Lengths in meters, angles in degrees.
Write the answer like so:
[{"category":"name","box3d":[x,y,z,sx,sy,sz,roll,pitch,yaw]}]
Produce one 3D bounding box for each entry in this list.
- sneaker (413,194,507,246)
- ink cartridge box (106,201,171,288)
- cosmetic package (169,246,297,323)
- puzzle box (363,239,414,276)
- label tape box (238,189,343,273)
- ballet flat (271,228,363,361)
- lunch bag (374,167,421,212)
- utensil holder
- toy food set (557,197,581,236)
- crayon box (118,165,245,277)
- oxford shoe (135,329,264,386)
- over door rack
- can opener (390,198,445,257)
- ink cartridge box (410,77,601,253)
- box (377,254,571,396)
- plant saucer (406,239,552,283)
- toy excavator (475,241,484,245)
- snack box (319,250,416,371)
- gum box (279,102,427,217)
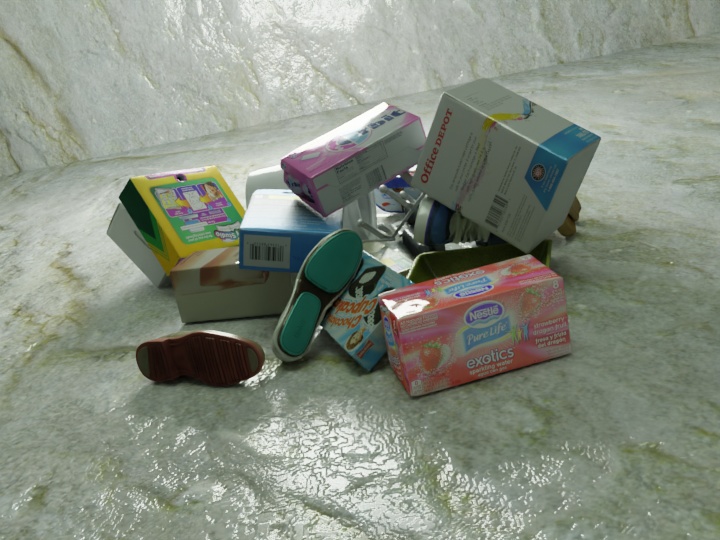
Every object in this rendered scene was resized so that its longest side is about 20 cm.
[{"category":"sneaker","box3d":[0.175,-0.070,1.371,0.144,0.082,0.199,17,20,22]},{"category":"ink cartridge box","box3d":[-0.337,-0.076,1.697,0.085,0.144,0.199,-52,-10,35]},{"category":"cosmetic package","box3d":[-0.176,0.015,1.427,0.196,0.089,0.103,-6,17,17]},{"category":"puzzle box","box3d":[0.000,0.000,1.465,0.131,0.026,0.200,-16,18,-16]},{"category":"label tape box","box3d":[-0.096,-0.061,1.358,0.140,0.067,0.200,3,20,-1]},{"category":"ballet flat","box3d":[-0.064,0.031,1.230,0.069,0.070,0.202,5,56,42]},{"category":"lunch bag","box3d":[0.113,-0.176,1.783,0.167,0.126,0.199,0,13,29]},{"category":"utensil holder","box3d":[-0.085,-0.117,1.645,0.196,0.173,0.170,-9,17,12]},{"category":"toy food set","box3d":[0.289,-0.156,1.495,0.048,0.201,0.198,-33,13,16]},{"category":"crayon box","box3d":[-0.291,-0.089,1.630,0.198,0.174,0.058,-16,-24,-50]},{"category":"oxford shoe","box3d":[-0.196,0.101,1.206,0.197,0.072,0.075,0,15,30]},{"category":"over door rack","box3d":[0.049,-0.108,1.464,0.066,0.149,0.200,37,18,6]},{"category":"can opener","box3d":[0.091,-0.065,1.555,0.052,0.068,0.200,-12,22,-7]},{"category":"ink cartridge box","box3d":[0.201,-0.153,1.311,0.198,0.149,0.145,32,33,19]},{"category":"box","box3d":[0.129,0.061,1.075,0.196,0.096,0.103,-14,18,-8]},{"category":"plant saucer","box3d":[0.159,0.020,1.262,0.196,0.049,0.200,-6,18,16]},{"category":"toy excavator","box3d":[0.235,-0.118,1.582,0.192,0.102,0.200,-23,4,-11]},{"category":"snack box","box3d":[0.005,0.046,1.208,0.117,0.037,0.200,-49,24,-3]},{"category":"gum box","box3d":[-0.011,-0.161,1.358,0.198,0.067,0.113,-30,31,-15]}]
